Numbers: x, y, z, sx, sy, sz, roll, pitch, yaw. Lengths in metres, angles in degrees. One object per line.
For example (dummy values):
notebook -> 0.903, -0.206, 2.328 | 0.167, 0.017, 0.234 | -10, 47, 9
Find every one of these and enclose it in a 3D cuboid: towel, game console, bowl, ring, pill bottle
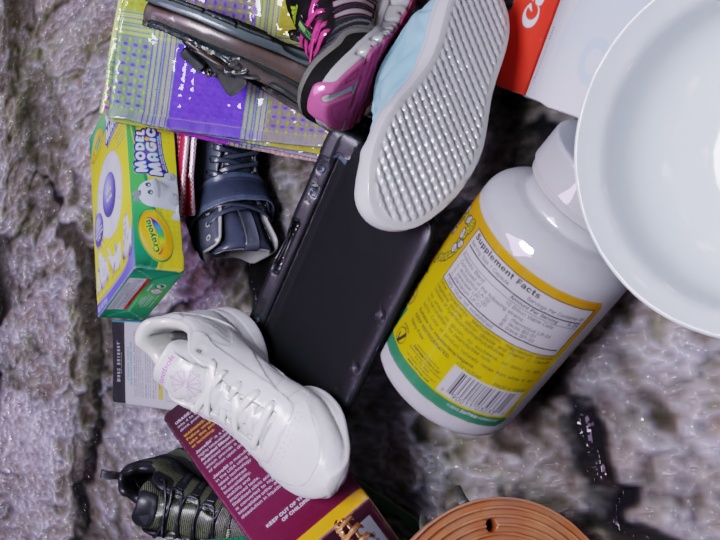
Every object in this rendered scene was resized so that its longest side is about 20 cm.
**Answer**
towel -> -0.098, -0.171, 0.932 | 0.023, 0.200, 0.144 | -133, 53, -80
towel -> -0.179, -0.123, 1.045 | 0.200, 0.022, 0.145 | 14, 100, 63
game console -> 0.000, 0.000, 0.867 | 0.116, 0.176, 0.200 | 32, 116, 13
bowl -> 0.225, -0.063, 0.632 | 0.201, 0.090, 0.201 | 0, 91, 32
ring -> 0.086, 0.243, 0.727 | 0.019, 0.200, 0.201 | -20, 76, 59
pill bottle -> 0.105, 0.005, 0.760 | 0.113, 0.113, 0.200 | 56, 128, 30

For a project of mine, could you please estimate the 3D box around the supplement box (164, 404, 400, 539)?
supplement box -> -0.055, 0.168, 0.888 | 0.086, 0.110, 0.200 | -38, 42, -9

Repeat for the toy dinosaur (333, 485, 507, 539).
toy dinosaur -> 0.074, 0.221, 0.775 | 0.102, 0.136, 0.200 | -21, 117, 30

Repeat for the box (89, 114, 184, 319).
box -> -0.193, -0.072, 0.992 | 0.117, 0.048, 0.200 | -42, 49, 54

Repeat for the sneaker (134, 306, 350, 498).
sneaker -> -0.087, 0.093, 0.808 | 0.200, 0.100, 0.075 | 38, 112, 40

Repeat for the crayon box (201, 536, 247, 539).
crayon box -> -0.111, 0.309, 0.947 | 0.200, 0.058, 0.119 | 95, 170, -56

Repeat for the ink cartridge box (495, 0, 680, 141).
ink cartridge box -> 0.141, -0.184, 0.750 | 0.200, 0.047, 0.160 | 30, 106, 44

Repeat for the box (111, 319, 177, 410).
box -> -0.158, 0.088, 1.088 | 0.200, 0.049, 0.082 | 0, 90, 47

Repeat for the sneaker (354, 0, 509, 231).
sneaker -> 0.038, -0.102, 0.777 | 0.082, 0.074, 0.200 | -23, 35, 55

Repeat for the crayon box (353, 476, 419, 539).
crayon box -> -0.006, 0.281, 0.929 | 0.126, 0.052, 0.200 | 25, 108, 44

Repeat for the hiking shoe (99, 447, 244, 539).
hiking shoe -> -0.151, 0.224, 1.046 | 0.200, 0.101, 0.076 | 19, 105, 45

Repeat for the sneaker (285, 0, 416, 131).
sneaker -> -0.020, -0.169, 0.831 | 0.087, 0.200, 0.074 | 22, 131, 1

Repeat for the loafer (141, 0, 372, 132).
loafer -> -0.076, -0.151, 0.893 | 0.072, 0.200, 0.063 | -113, 44, -75

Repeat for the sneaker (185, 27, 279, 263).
sneaker -> -0.098, -0.095, 0.990 | 0.202, 0.077, 0.146 | -59, 40, 42
